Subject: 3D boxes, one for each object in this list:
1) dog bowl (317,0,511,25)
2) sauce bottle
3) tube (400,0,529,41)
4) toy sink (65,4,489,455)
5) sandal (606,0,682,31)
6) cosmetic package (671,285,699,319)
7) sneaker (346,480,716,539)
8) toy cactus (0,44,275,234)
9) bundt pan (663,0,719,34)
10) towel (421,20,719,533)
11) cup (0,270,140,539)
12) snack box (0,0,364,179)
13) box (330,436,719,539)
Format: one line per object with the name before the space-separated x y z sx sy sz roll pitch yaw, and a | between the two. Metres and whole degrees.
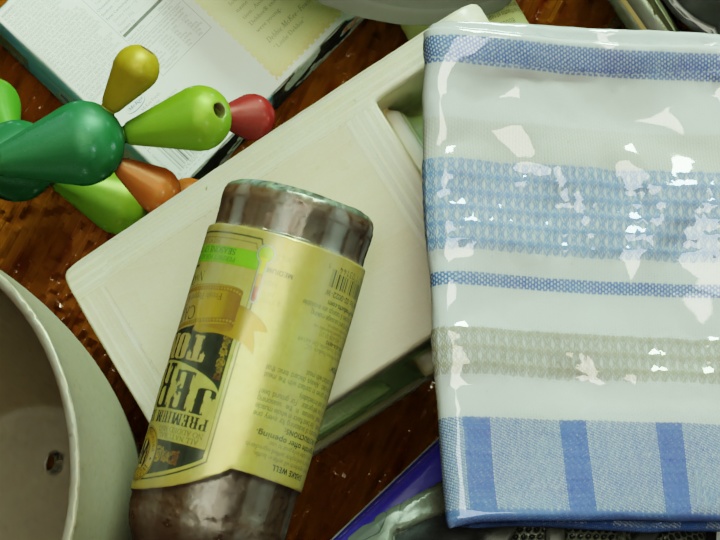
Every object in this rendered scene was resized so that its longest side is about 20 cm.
dog bowl | 0.014 -0.206 1.163 0.199 0.059 0.201 11 56 -17
sauce bottle | -0.049 0.068 0.991 0.064 0.065 0.202 16 80 -1
tube | 0.084 -0.047 1.180 0.058 0.052 0.201 -29 82 9
toy sink | 0.000 0.000 1.096 0.199 0.130 0.112 -33 81 3
sandal | 0.137 -0.060 1.184 0.054 0.082 0.201 -26 87 12
cosmetic package | 0.195 0.003 1.110 0.200 0.051 0.083 -36 91 -39
sneaker | 0.053 0.135 1.011 0.198 0.076 0.115 -26 73 -17
toy cactus | -0.150 -0.052 1.085 0.199 0.165 0.103 2 99 26
bundt pan | 0.226 -0.180 1.195 0.200 0.076 0.204 4 72 -13
towel | 0.096 0.000 1.012 0.146 0.024 0.202 3 74 -15
cup | -0.163 0.095 1.061 0.199 0.143 0.202 -5 77 25
snack box | -0.056 -0.139 1.195 0.116 0.037 0.200 43 77 5
box | 0.084 0.160 1.101 0.184 0.105 0.200 -42 83 -13
